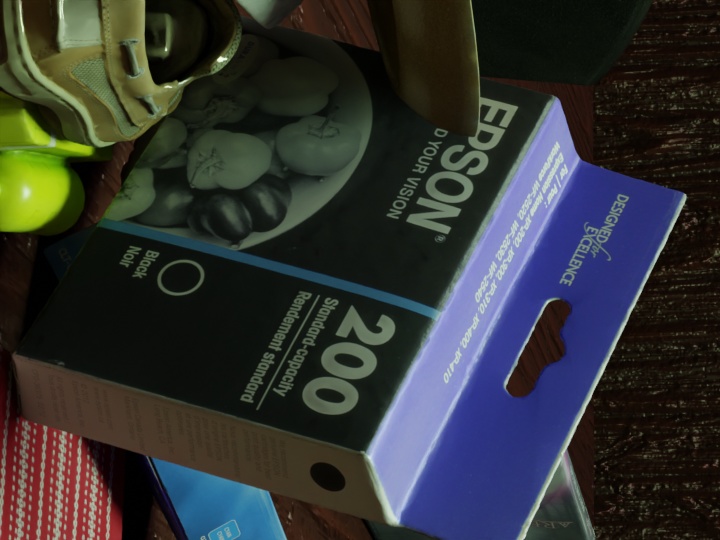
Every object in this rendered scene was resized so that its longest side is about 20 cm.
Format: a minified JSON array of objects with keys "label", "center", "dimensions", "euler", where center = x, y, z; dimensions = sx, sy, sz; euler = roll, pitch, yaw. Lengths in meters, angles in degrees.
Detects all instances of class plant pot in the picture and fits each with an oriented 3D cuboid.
[{"label":"plant pot","center":[0.118,-0.243,1.959],"dimensions":[0.178,0.200,0.200],"euler":[91,4,-53]},{"label":"plant pot","center":[0.011,-0.145,1.010],"dimensions":[0.200,0.027,0.200],"euler":[169,-90,-88]}]

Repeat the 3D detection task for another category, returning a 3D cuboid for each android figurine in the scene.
[{"label":"android figurine","center":[-0.129,-0.105,1.047],"dimensions":[0.200,0.041,0.182],"euler":[-3,91,-79]}]

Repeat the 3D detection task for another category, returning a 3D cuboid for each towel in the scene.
[{"label":"towel","center":[-0.129,0.112,1.057],"dimensions":[0.200,0.022,0.145],"euler":[52,37,-70]}]

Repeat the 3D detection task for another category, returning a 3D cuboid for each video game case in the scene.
[{"label":"video game case","center":[0.065,0.136,1.710],"dimensions":[0.200,0.143,0.019],"euler":[67,26,-61]}]

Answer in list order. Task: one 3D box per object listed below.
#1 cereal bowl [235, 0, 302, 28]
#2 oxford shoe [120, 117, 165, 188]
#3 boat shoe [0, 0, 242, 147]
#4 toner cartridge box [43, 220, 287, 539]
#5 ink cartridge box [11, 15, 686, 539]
[{"label":"cereal bowl","center":[-0.069,-0.185,0.987],"dimensions":[0.200,0.083,0.200],"euler":[48,4,-5]},{"label":"oxford shoe","center":[-0.077,-0.057,1.181],"dimensions":[0.200,0.074,0.071],"euler":[54,-12,54]},{"label":"boat shoe","center":[-0.079,-0.082,0.990],"dimensions":[0.200,0.076,0.072],"euler":[-11,98,-81]},{"label":"toner cartridge box","center":[-0.076,0.072,1.176],"dimensions":[0.095,0.043,0.200],"euler":[57,-10,36]},{"label":"ink cartridge box","center":[0.000,0.000,1.040],"dimensions":[0.043,0.200,0.198],"euler":[86,26,-48]}]
